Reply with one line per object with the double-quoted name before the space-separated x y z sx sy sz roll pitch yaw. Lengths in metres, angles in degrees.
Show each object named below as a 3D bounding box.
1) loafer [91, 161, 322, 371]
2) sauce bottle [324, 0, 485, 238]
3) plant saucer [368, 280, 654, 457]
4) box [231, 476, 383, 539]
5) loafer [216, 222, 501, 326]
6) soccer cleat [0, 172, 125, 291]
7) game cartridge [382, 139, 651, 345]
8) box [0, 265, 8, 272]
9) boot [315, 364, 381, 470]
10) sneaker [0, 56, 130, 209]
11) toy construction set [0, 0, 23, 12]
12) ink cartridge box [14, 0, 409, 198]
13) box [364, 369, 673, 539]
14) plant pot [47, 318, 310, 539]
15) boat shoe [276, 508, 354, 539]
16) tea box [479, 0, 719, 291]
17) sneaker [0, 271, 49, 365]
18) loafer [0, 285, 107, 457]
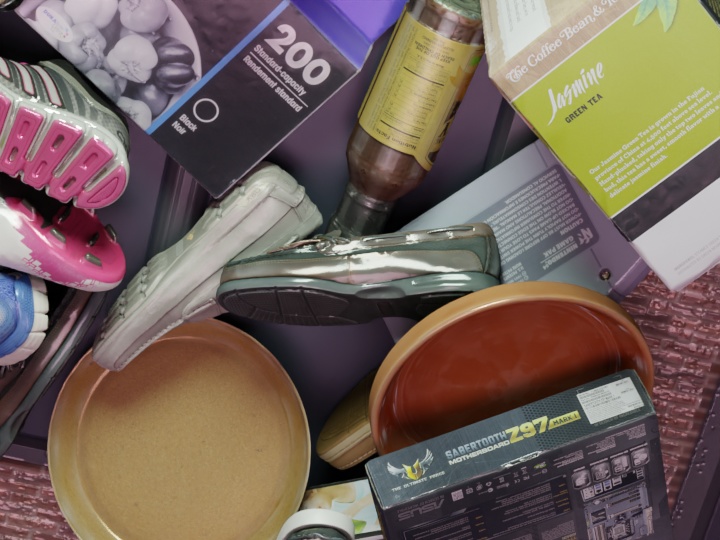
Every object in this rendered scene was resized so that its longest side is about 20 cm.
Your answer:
"loafer" -0.112 0.008 1.486 0.200 0.070 0.070 -41 110 16
"sauce bottle" 0.029 -0.103 1.436 0.064 0.065 0.201 20 117 -9
"plant saucer" 0.102 0.083 1.420 0.199 0.032 0.201 -7 133 -7
"box" 0.014 0.213 1.556 0.199 0.060 0.117 -11 134 20
"loafer" 0.000 0.000 1.440 0.198 0.063 0.072 0 155 5
"soccer cleat" -0.258 -0.035 1.430 0.199 0.070 0.086 33 122 -10
"game cartridge" 0.107 -0.003 1.456 0.199 0.134 0.040 -32 154 16
"box" -0.303 -0.085 1.459 0.136 0.040 0.201 -24 114 11
"boot" 0.082 0.123 1.545 0.199 0.073 0.156 -36 112 14
"sneaker" -0.239 -0.113 1.394 0.199 0.088 0.074 27 114 -3
"toy construction set" -0.249 -0.244 1.353 0.200 0.092 0.131 -45 69 13
"ink cartridge box" -0.097 -0.180 1.409 0.200 0.043 0.198 -41 109 17
"box" 0.114 0.166 1.432 0.199 0.051 0.158 -19 132 -3
"plant pot" -0.133 0.133 1.533 0.198 0.027 0.202 0 88 8
"boat shoe" -0.048 0.253 1.518 0.075 0.061 0.201 6 138 -3
"tea box" 0.187 -0.131 1.342 0.133 0.200 0.197 -36 110 17
"sneaker" -0.310 0.050 1.470 0.089 0.079 0.200 18 138 -41
"loafer" -0.255 0.069 1.514 0.063 0.072 0.200 32 115 -8
